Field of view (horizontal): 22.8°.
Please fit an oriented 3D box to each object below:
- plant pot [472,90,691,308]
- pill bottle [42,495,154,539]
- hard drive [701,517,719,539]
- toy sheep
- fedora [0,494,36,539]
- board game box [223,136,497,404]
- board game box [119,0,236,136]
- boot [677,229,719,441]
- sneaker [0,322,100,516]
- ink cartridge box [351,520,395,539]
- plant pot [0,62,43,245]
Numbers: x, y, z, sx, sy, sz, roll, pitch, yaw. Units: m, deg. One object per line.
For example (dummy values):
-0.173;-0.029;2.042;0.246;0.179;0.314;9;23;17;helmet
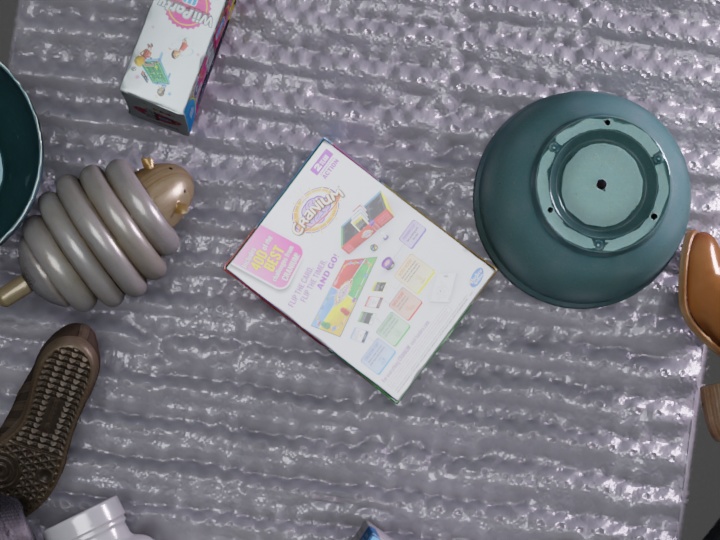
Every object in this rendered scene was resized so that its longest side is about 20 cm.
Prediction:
0.204;-0.070;1.584;0.199;0.134;0.202;0;86;-1;plant pot
-0.204;0.303;1.561;0.104;0.104;0.201;-25;87;-3;pill bottle
0.367;0.258;1.549;0.139;0.200;0.033;26;44;0;hard drive
-0.231;-0.027;1.568;0.200;0.138;0.138;-38;88;-4;toy sheep
-0.330;0.254;1.539;0.091;0.200;0.202;-15;86;-31;fedora
0.000;0.000;1.619;0.200;0.040;0.153;38;86;1;board game box
-0.147;-0.230;1.577;0.064;0.148;0.201;21;86;-3;board game box
0.366;0.043;1.569;0.155;0.077;0.201;-17;66;26;boot
-0.283;0.137;1.594;0.070;0.076;0.200;29;108;-10;sneaker
0.009;0.343;1.544;0.146;0.147;0.200;35;85;0;ink cartridge box
-0.369;-0.095;1.566;0.199;0.135;0.201;0;87;-2;plant pot
